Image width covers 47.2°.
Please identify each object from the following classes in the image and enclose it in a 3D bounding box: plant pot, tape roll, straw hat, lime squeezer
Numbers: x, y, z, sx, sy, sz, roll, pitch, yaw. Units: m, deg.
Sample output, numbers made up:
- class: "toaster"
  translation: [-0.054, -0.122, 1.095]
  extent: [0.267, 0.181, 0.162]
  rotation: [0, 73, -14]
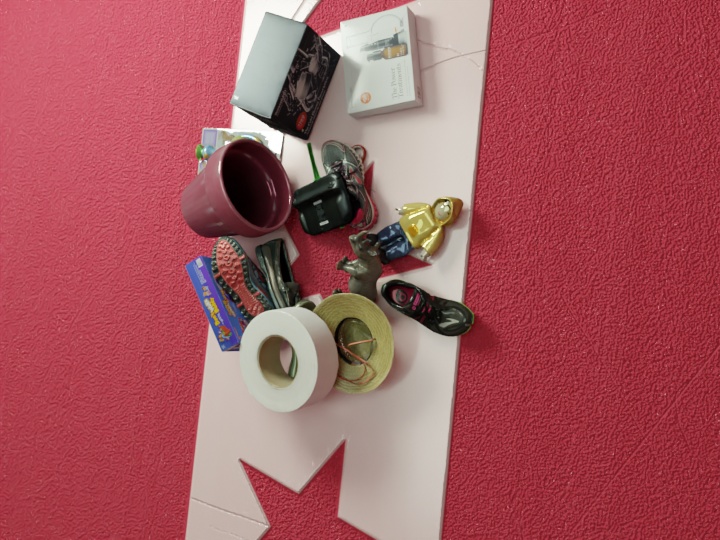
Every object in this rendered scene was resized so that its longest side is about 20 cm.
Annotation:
- class: "plant pot"
  translation: [-0.272, -0.152, 1.724]
  extent: [0.179, 0.200, 0.201]
  rotation: [-19, 78, 39]
- class: "tape roll"
  translation: [-0.143, 0.175, 1.621]
  extent: [0.202, 0.071, 0.203]
  rotation: [3, 96, 34]
- class: "straw hat"
  translation: [-0.007, 0.138, 1.642]
  extent: [0.200, 0.085, 0.202]
  rotation: [3, 99, 22]
- class: "lime squeezer"
  translation: [-0.080, -0.163, 1.706]
  extent: [0.038, 0.071, 0.201]
  rotation: [-22, 74, 1]

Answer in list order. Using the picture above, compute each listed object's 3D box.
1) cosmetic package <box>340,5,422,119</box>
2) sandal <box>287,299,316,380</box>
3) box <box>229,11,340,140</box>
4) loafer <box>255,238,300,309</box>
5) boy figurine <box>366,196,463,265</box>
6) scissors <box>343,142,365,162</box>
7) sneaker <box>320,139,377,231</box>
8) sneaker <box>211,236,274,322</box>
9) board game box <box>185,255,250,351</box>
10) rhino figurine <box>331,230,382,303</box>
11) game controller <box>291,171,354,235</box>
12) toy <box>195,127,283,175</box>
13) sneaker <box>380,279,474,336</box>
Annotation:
- class: "cosmetic package"
  translation: [0.042, -0.425, 1.693]
  extent: [0.150, 0.052, 0.201]
  rotation: [-8, 82, 24]
- class: "sandal"
  translation: [-0.104, 0.160, 1.680]
  extent: [0.057, 0.080, 0.202]
  rotation: [4, 96, 44]
- class: "box"
  translation: [-0.150, -0.394, 1.693]
  extent: [0.104, 0.182, 0.201]
  rotation: [23, 93, 22]
- class: "loafer"
  translation: [-0.159, 0.024, 1.723]
  extent: [0.063, 0.072, 0.200]
  rotation: [-28, 74, 11]
- class: "boy figurine"
  translation: [0.116, -0.080, 1.625]
  extent: [0.200, 0.064, 0.125]
  rotation: [-27, 73, 21]
- class: "scissors"
  translation: [-0.022, -0.169, 1.716]
  extent: [0.073, 0.014, 0.201]
  rotation: [-3, 85, 19]
- class: "sneaker"
  translation: [-0.026, -0.179, 1.671]
  extent: [0.080, 0.075, 0.200]
  rotation: [-29, 76, 16]
- class: "sneaker"
  translation: [-0.245, 0.018, 1.724]
  extent: [0.079, 0.096, 0.200]
  rotation: [-24, 101, 10]
- class: "board game box"
  translation: [-0.277, 0.071, 1.729]
  extent: [0.045, 0.134, 0.200]
  rotation: [-31, 74, 17]
- class: "rhino figurine"
  translation: [0.000, 0.000, 1.622]
  extent: [0.087, 0.060, 0.200]
  rotation: [19, 130, 11]
- class: "game controller"
  translation: [-0.076, -0.131, 1.661]
  extent: [0.200, 0.042, 0.105]
  rotation: [-14, 103, 59]
- class: "toy"
  translation: [-0.273, -0.254, 1.803]
  extent: [0.199, 0.047, 0.116]
  rotation: [6, 89, 23]
- class: "sneaker"
  translation: [0.123, 0.074, 1.596]
  extent: [0.199, 0.084, 0.077]
  rotation: [20, 93, 22]
